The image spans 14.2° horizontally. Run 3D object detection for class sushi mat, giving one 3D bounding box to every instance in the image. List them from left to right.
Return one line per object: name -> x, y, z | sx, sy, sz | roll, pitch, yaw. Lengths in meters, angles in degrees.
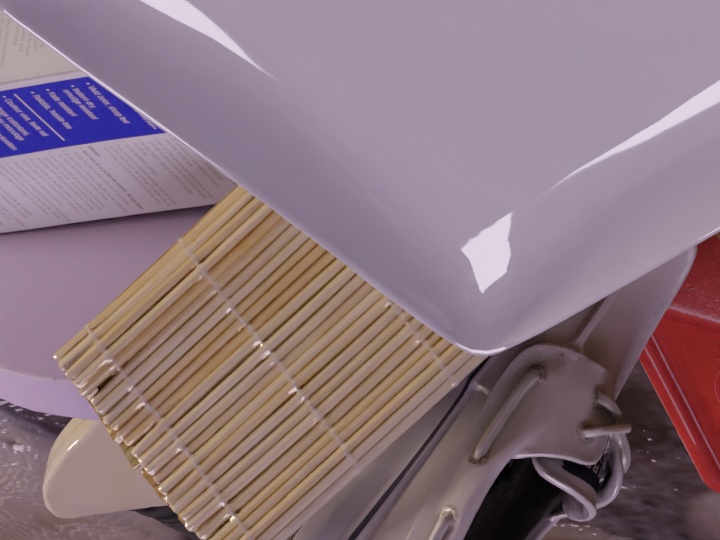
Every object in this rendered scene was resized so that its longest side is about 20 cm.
sushi mat -> 0.000, 0.000, 0.911 | 0.096, 0.200, 0.012 | 48, -169, 5

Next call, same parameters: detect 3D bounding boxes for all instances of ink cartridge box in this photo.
ink cartridge box -> -0.107, -0.050, 0.963 | 0.199, 0.037, 0.095 | -5, 152, 24

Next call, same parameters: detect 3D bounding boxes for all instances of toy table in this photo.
toy table -> -0.036, 0.032, 1.013 | 0.199, 0.184, 0.117 | 0, 135, 22

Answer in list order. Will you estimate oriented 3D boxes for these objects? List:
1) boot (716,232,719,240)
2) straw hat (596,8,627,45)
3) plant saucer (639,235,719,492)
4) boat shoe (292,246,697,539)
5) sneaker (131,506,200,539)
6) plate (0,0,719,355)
boot -> 0.128, -0.038, 0.855 | 0.175, 0.066, 0.200 | 43, 173, 37
straw hat -> -0.008, -0.135, 0.786 | 0.200, 0.085, 0.202 | 4, 139, 3
plant saucer -> 0.181, 0.052, 1.037 | 0.199, 0.037, 0.200 | 18, 158, 31
boat shoe -> 0.055, 0.055, 0.946 | 0.066, 0.200, 0.072 | 34, 163, 33
sneaker -> -0.040, 0.070, 1.168 | 0.099, 0.071, 0.200 | 22, 153, -30
plate -> 0.036, -0.075, 0.757 | 0.199, 0.032, 0.200 | 37, 131, -28
